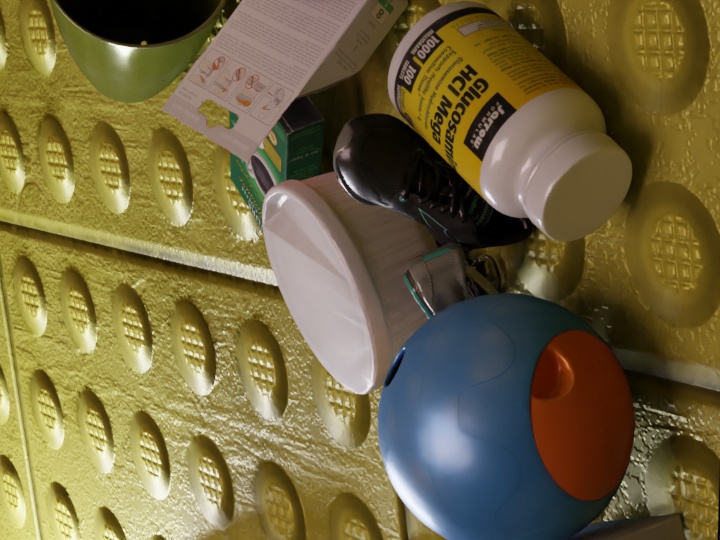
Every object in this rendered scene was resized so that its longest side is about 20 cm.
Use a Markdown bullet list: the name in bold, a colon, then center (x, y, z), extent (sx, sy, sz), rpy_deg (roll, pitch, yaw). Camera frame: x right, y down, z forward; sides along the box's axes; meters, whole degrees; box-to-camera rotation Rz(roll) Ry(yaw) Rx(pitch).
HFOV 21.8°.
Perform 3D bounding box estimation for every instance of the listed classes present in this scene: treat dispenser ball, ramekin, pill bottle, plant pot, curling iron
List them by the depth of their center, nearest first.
- **pill bottle**: center (0.116, -0.113, 1.443), extent (0.200, 0.112, 0.113), rpy_deg (48, 139, 39)
- **treat dispenser ball**: center (0.113, 0.119, 1.453), extent (0.201, 0.200, 0.202), rpy_deg (29, 126, 51)
- **curling iron**: center (0.062, -0.034, 1.647), extent (0.200, 0.025, 0.050), rpy_deg (47, 145, 38)
- **ramekin**: center (0.000, 0.000, 1.662), extent (0.203, 0.094, 0.203), rpy_deg (52, 157, 32)
- **plant pot**: center (-0.232, -0.261, 1.926), extent (0.200, 0.186, 0.188), rpy_deg (111, 137, -65)

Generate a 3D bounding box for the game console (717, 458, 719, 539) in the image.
- **game console**: center (0.326, 0.203, 1.316), extent (0.176, 0.116, 0.201), rpy_deg (-100, 8, -71)

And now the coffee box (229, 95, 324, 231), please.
- **coffee box**: center (-0.082, -0.115, 1.792), extent (0.123, 0.044, 0.200), rpy_deg (56, 158, 30)

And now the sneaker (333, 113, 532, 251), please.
- **sneaker**: center (0.061, -0.070, 1.504), extent (0.079, 0.200, 0.076), rpy_deg (15, 82, 47)

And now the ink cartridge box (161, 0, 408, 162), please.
- **ink cartridge box**: center (-0.069, -0.191, 1.667), extent (0.200, 0.050, 0.161), rpy_deg (-55, 41, -2)

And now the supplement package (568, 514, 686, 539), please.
- **supplement package**: center (0.198, 0.306, 1.465), extent (0.120, 0.121, 0.201), rpy_deg (-20, 85, 59)

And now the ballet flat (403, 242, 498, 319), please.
- **ballet flat**: center (0.098, 0.052, 1.568), extent (0.200, 0.063, 0.068), rpy_deg (59, -178, -44)
